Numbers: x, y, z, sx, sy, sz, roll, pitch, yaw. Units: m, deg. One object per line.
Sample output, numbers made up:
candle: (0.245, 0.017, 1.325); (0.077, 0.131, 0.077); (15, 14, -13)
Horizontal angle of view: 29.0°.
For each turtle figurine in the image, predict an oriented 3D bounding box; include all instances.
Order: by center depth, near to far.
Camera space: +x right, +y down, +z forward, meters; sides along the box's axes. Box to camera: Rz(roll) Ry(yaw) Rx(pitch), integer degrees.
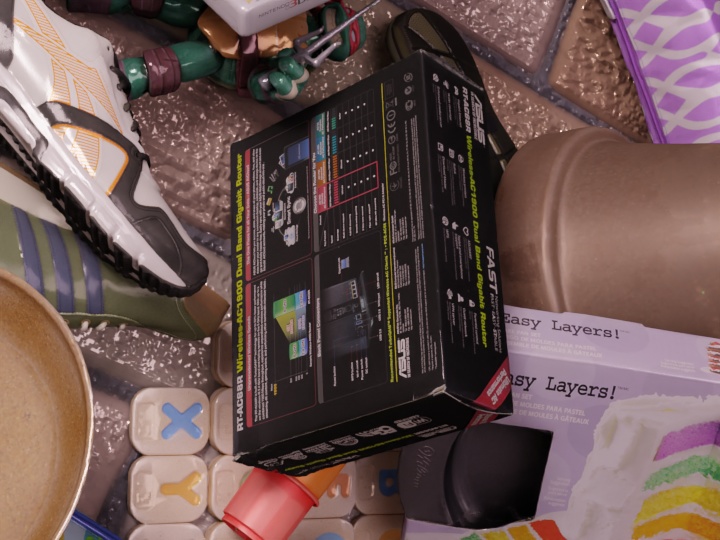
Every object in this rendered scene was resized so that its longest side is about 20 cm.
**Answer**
turtle figurine: (-0.065, -0.143, 0.799); (0.199, 0.101, 0.150); (-8, 57, -14)

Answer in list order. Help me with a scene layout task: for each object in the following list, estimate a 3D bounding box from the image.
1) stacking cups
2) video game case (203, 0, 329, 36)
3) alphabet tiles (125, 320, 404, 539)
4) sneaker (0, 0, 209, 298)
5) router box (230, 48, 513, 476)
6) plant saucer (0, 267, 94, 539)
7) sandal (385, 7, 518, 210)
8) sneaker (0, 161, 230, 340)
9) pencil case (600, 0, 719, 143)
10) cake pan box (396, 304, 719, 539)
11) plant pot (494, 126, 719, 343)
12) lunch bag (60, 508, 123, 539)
stacking cups: (-0.012, 0.076, 0.834); (0.061, 0.060, 0.200); (46, 73, -18)
video game case: (-0.046, -0.223, 0.783); (0.182, 0.023, 0.200); (-28, 56, -25)
alphabet tiles: (-0.048, 0.132, 0.850); (0.195, 0.015, 0.201); (4, 86, -27)
sneaker: (-0.138, -0.073, 0.707); (0.080, 0.074, 0.200); (-41, 95, -18)
router box: (0.000, 0.000, 0.765); (0.062, 0.149, 0.201); (24, 56, -45)
plant saucer: (-0.223, 0.089, 0.679); (0.199, 0.035, 0.201); (-2, 66, 5)
sandal: (0.061, -0.068, 0.891); (0.080, 0.057, 0.202); (-13, 79, -53)
sneaker: (-0.177, 0.007, 0.761); (0.200, 0.067, 0.090); (32, 78, -19)
pencil case: (0.218, -0.141, 0.955); (0.085, 0.084, 0.201); (-27, 101, -20)
cake pan box: (0.122, 0.114, 0.817); (0.199, 0.052, 0.185); (9, 119, 1)
plant pot: (0.202, -0.005, 0.856); (0.200, 0.174, 0.201); (17, 68, -48)
lunch bag: (-0.220, 0.199, 0.722); (0.161, 0.082, 0.200); (39, 71, -15)
